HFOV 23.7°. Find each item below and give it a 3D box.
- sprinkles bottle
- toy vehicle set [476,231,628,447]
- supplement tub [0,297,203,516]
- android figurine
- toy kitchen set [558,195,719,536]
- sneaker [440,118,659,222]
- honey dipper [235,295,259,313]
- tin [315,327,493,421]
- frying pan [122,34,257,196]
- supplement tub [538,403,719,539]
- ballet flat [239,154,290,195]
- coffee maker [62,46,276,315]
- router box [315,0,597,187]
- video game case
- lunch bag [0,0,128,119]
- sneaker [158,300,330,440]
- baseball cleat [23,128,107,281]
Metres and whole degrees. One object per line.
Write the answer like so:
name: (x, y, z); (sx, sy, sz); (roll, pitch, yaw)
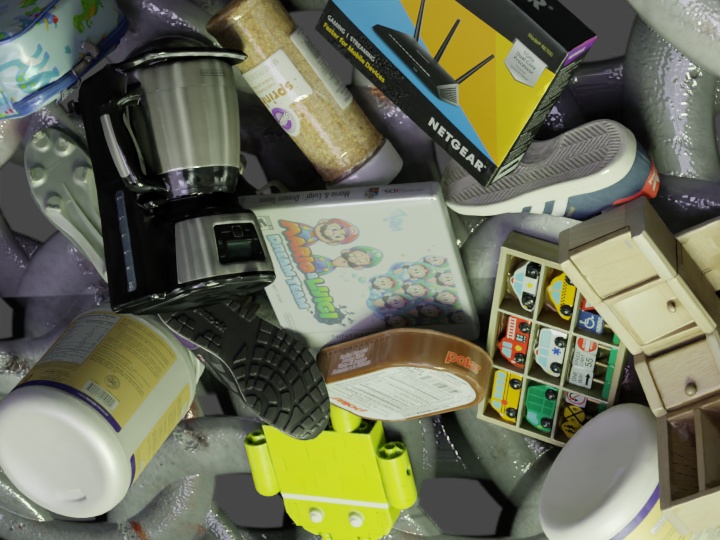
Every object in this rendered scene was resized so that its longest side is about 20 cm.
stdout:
sprinkles bottle: (-0.047, -0.149, 1.458); (0.068, 0.068, 0.200); (-27, 107, 38)
toy vehicle set: (0.175, 0.069, 1.526); (0.123, 0.027, 0.201); (17, 129, 16)
supplement tub: (-0.248, 0.124, 1.657); (0.144, 0.200, 0.146); (13, 127, 18)
android figurine: (-0.028, 0.203, 1.719); (0.180, 0.041, 0.201); (4, 122, 25)
toy kitchen set: (0.274, 0.060, 1.345); (0.162, 0.181, 0.200); (-24, 127, 28)
sneaker: (0.157, -0.069, 1.414); (0.199, 0.076, 0.084); (-3, 155, 44)
honey dipper: (-0.173, -0.029, 1.633); (0.038, 0.038, 0.200); (-33, 100, 39)
tin: (0.035, 0.097, 1.564); (0.112, 0.042, 0.199); (30, 152, -27)
frying pan: (-0.133, -0.131, 1.512); (0.189, 0.031, 0.116); (29, 97, 6)
supplement tub: (0.270, 0.228, 1.501); (0.200, 0.146, 0.145); (39, 132, -19)
ballet flat: (-0.107, -0.066, 1.554); (0.199, 0.071, 0.071); (37, 131, -4)
coffee maker: (-0.158, -0.068, 1.427); (0.192, 0.134, 0.202); (159, 103, -69)
router box: (0.071, -0.187, 1.349); (0.200, 0.051, 0.150); (43, 133, 15)
video game case: (0.000, 0.000, 1.506); (0.180, 0.024, 0.201); (-3, 140, 14)
lunch bag: (-0.310, -0.193, 1.502); (0.199, 0.161, 0.083); (-9, 120, 35)
sneaker: (-0.103, 0.083, 1.598); (0.200, 0.076, 0.088); (43, 166, 12)
baseball cleat: (-0.253, -0.043, 1.639); (0.201, 0.069, 0.106); (56, 176, 13)
